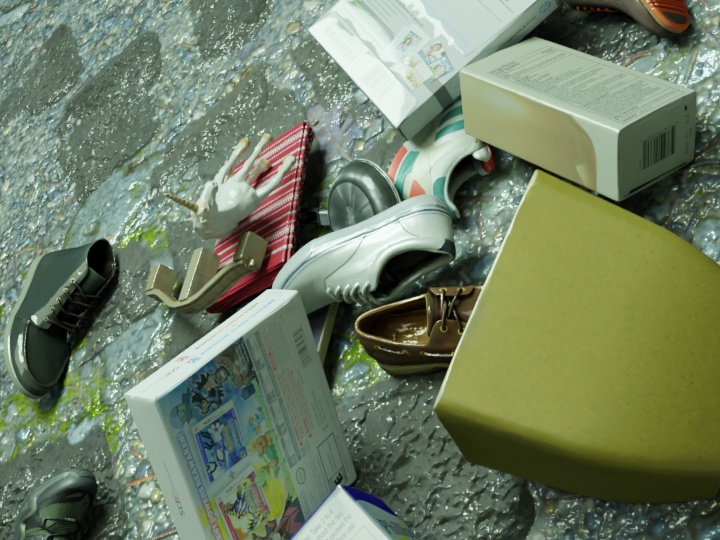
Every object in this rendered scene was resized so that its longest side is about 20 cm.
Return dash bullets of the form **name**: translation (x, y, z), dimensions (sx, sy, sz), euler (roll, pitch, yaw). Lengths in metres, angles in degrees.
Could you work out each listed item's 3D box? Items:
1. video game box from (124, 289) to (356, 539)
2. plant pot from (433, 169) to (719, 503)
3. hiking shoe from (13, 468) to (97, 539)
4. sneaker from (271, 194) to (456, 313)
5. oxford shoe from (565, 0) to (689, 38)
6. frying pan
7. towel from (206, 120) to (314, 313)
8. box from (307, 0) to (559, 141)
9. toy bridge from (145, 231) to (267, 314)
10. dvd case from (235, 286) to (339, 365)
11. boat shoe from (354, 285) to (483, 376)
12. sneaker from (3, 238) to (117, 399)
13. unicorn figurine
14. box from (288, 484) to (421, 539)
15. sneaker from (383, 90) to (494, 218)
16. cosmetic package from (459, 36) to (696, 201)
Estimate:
- **video game box**: translation (-0.095, 0.146, 1.007), dimensions (0.047, 0.201, 0.182), euler (2, 27, 38)
- **plant pot**: translation (0.194, 0.075, 0.882), dimensions (0.199, 0.194, 0.196), euler (21, 76, 19)
- **hiking shoe**: translation (-0.325, 0.305, 1.235), dimensions (0.101, 0.076, 0.200), euler (39, 99, 36)
- **sneaker**: translation (0.000, 0.000, 1.110), dimensions (0.200, 0.073, 0.071), euler (-30, 48, 22)
- **oxford shoe**: translation (0.248, -0.276, 1.153), dimensions (0.073, 0.071, 0.200), euler (-61, 41, 32)
- **frying pan**: translation (-0.021, -0.069, 1.203), dimensions (0.190, 0.031, 0.115), euler (31, 127, 42)
- **towel**: translation (-0.111, -0.057, 1.292), dimensions (0.144, 0.022, 0.201), euler (-27, 44, 40)
- **box**: translation (0.069, -0.251, 1.164), dimensions (0.200, 0.041, 0.156), euler (-43, 66, 5)
- **toy bridge**: translation (-0.172, 0.011, 1.260), dimensions (0.200, 0.027, 0.067), euler (-16, 51, 48)
- **dvd case**: translation (-0.089, 0.084, 1.203), dimensions (0.148, 0.016, 0.201), euler (-8, 60, 43)
- **boat shoe**: translation (0.084, 0.050, 1.064), dimensions (0.200, 0.068, 0.072), euler (-13, 57, 32)
- **sneaker**: translation (-0.357, 0.050, 1.401), dimensions (0.106, 0.075, 0.201), euler (-20, 52, 30)
- **unicorn figurine**: translation (-0.135, -0.081, 1.228), dimensions (0.138, 0.074, 0.200), euler (-53, 0, -16)
- **box**: translation (0.005, 0.302, 0.907), dimensions (0.200, 0.105, 0.184), euler (43, 93, 23)
- **sneaker**: translation (0.104, -0.138, 1.177), dimensions (0.093, 0.070, 0.200), euler (22, 76, 26)
- **cosmetic package**: translation (0.194, -0.142, 1.067), dimensions (0.105, 0.071, 0.200), euler (-26, 37, -26)
